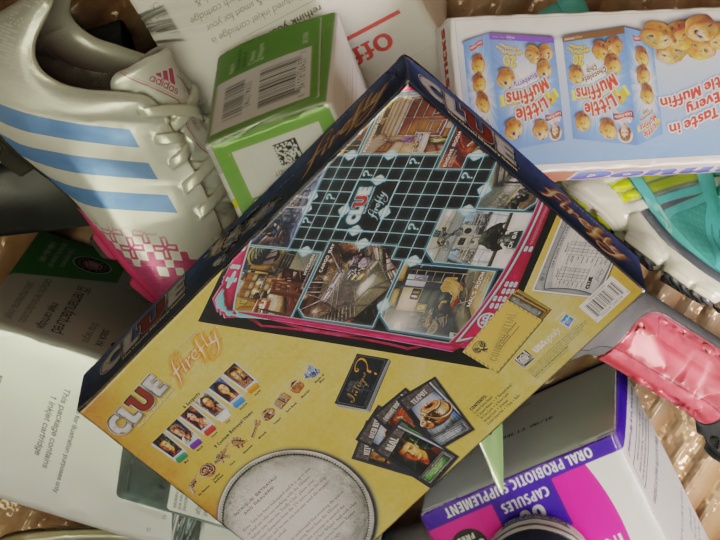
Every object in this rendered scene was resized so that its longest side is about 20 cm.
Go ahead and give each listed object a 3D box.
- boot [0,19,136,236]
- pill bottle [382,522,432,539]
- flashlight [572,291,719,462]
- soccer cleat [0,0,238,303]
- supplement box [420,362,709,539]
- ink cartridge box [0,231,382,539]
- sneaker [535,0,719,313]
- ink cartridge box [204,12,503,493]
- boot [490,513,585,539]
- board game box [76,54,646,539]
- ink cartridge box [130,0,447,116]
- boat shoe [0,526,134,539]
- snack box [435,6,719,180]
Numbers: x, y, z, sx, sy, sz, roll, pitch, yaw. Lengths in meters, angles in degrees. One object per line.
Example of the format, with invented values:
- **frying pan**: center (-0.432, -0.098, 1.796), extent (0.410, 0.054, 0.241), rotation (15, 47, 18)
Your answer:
- **boot**: center (-0.202, -0.088, 1.234), extent (0.200, 0.066, 0.165), rotation (-6, 114, 11)
- **pill bottle**: center (-0.037, 0.197, 1.279), extent (0.200, 0.111, 0.111), rotation (-16, 104, 11)
- **flashlight**: center (0.130, 0.040, 1.189), extent (0.200, 0.068, 0.068), rotation (32, 76, -30)
- **soccer cleat**: center (-0.088, -0.045, 1.175), extent (0.200, 0.070, 0.086), rotation (40, 120, -8)
- **supplement box**: center (0.119, 0.161, 1.257), extent (0.101, 0.103, 0.200), rotation (-25, 104, 13)
- **ink cartridge box**: center (-0.077, 0.066, 1.226), extent (0.200, 0.147, 0.083), rotation (18, 107, -1)
- **sneaker**: center (0.142, -0.043, 1.211), extent (0.200, 0.078, 0.080), rotation (41, 94, -8)
- **ink cartridge box**: center (0.000, 0.000, 1.161), extent (0.059, 0.104, 0.200), rotation (-20, 114, 11)
- **boot**: center (0.083, 0.215, 1.177), extent (0.073, 0.090, 0.200), rotation (-9, 106, 11)
- **board game box**: center (-0.001, 0.026, 1.096), extent (0.135, 0.035, 0.200), rotation (40, 109, -18)
- **ink cartridge box**: center (-0.039, -0.135, 1.197), extent (0.116, 0.067, 0.200), rotation (-26, 109, 13)
- **boat shoe**: center (-0.080, 0.161, 1.205), extent (0.200, 0.068, 0.075), rotation (8, 75, 19)
- **snack box**: center (0.135, -0.079, 1.177), extent (0.200, 0.024, 0.072), rotation (-3, 82, -13)
